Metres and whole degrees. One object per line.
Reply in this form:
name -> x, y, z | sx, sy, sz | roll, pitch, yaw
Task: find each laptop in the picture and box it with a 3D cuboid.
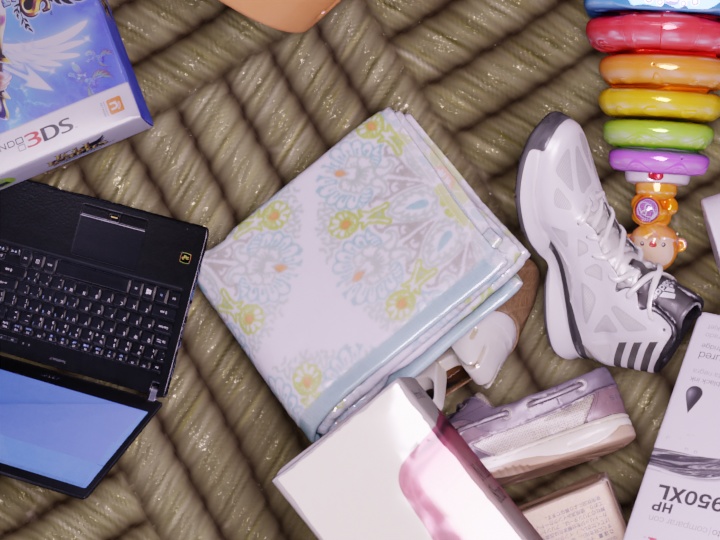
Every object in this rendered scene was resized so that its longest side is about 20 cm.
laptop -> -0.226, 0.041, 1.649 | 0.177, 0.103, 0.200 | 15, 90, 17

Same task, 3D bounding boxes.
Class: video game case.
video game case -> -0.269, -0.164, 1.696 | 0.181, 0.045, 0.200 | -22, 82, 4

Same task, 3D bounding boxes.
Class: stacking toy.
stacking toy -> 0.206, -0.098, 1.622 | 0.116, 0.110, 0.200 | 4, 91, 6

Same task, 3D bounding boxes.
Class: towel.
towel -> 0.000, 0.000, 1.643 | 0.200, 0.048, 0.171 | -39, 58, 3

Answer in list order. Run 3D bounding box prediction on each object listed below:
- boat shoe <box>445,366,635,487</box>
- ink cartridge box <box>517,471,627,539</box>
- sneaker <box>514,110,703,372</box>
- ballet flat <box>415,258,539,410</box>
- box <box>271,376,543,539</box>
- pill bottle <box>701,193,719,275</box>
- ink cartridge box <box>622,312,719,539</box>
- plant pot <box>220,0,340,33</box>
boat shoe -> 0.091, 0.118, 1.647 | 0.200, 0.072, 0.065 | -16, 74, 12
ink cartridge box -> 0.112, 0.253, 1.637 | 0.200, 0.075, 0.165 | -22, 88, 5
sneaker -> 0.177, -0.015, 1.583 | 0.115, 0.076, 0.201 | 14, 134, 35
ballet flat -> 0.052, 0.069, 1.644 | 0.200, 0.072, 0.068 | -34, 124, 4
box -> 0.050, 0.179, 1.544 | 0.109, 0.128, 0.200 | -39, 85, 3
pill bottle -> 0.340, -0.037, 1.601 | 0.200, 0.113, 0.113 | -16, 87, 6
ink cartridge box -> 0.269, 0.144, 1.564 | 0.144, 0.084, 0.200 | 12, 62, 21
plant pot -> -0.056, -0.260, 1.621 | 0.200, 0.200, 0.140 | 39, 109, 6
